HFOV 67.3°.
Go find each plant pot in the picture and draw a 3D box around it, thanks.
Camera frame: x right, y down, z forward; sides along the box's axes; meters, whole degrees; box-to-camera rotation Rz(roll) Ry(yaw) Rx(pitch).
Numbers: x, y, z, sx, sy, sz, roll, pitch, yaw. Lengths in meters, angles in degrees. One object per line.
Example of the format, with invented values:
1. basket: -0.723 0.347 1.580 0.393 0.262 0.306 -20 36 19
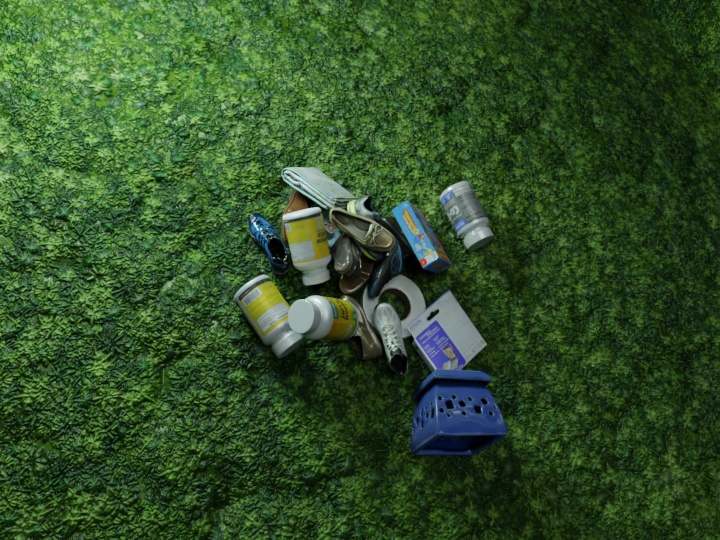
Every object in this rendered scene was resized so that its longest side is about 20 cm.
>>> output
1. plant pot: 0.245 0.373 1.432 0.196 0.201 0.183 5 58 -15

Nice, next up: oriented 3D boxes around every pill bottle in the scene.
1. pill bottle: -0.143 -0.068 1.519 0.110 0.112 0.204 -17 102 -23
2. pill bottle: -0.236 0.124 1.433 0.113 0.114 0.201 -32 79 -27
3. pill bottle: -0.097 0.125 1.411 0.199 0.112 0.114 14 53 -58
4. pill bottle: 0.346 -0.175 1.753 0.112 0.114 0.203 -16 72 -23

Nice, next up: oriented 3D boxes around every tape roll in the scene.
1. tape roll: 0.095 0.107 1.590 0.199 0.037 0.206 7 65 -15

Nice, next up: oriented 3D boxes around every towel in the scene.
1. towel: -0.119 -0.244 1.614 0.199 0.049 0.171 38 21 16

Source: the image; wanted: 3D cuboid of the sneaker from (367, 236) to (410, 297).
1. sneaker: 0.085 -0.002 1.575 0.081 0.073 0.202 33 65 -16

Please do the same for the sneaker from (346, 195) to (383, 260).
1. sneaker: 0.025 -0.125 1.559 0.073 0.080 0.203 -5 71 -53

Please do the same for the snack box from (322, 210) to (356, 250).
1. snack box: -0.047 -0.130 1.651 0.197 0.037 0.118 -12 70 -22

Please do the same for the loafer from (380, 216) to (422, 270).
1. loafer: 0.137 -0.092 1.672 0.071 0.073 0.201 -31 83 -37

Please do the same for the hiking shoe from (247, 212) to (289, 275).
1. hiking shoe: -0.254 -0.089 1.538 0.074 0.087 0.201 -28 77 -26

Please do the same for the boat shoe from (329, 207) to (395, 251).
1. boat shoe: 0.004 -0.115 1.499 0.199 0.063 0.074 31 89 2

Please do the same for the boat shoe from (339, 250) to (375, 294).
1. boat shoe: 0.000 0.000 1.589 0.071 0.065 0.201 31 58 7

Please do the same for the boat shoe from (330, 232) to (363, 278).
1. boat shoe: -0.035 -0.039 1.529 0.073 0.074 0.201 38 24 -24

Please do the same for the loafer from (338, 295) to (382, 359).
1. loafer: -0.012 0.161 1.509 0.067 0.076 0.201 -27 76 -32

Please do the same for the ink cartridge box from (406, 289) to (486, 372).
1. ink cartridge box: 0.248 0.193 1.583 0.197 0.043 0.201 -35 90 -27

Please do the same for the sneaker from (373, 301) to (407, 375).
1. sneaker: 0.093 0.187 1.472 0.074 0.115 0.204 -17 94 -6

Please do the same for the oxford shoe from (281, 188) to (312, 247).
1. oxford shoe: -0.184 -0.159 1.591 0.070 0.072 0.203 3 62 17

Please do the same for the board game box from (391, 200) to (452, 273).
1. board game box: 0.188 -0.096 1.627 0.055 0.200 0.198 -32 76 15
